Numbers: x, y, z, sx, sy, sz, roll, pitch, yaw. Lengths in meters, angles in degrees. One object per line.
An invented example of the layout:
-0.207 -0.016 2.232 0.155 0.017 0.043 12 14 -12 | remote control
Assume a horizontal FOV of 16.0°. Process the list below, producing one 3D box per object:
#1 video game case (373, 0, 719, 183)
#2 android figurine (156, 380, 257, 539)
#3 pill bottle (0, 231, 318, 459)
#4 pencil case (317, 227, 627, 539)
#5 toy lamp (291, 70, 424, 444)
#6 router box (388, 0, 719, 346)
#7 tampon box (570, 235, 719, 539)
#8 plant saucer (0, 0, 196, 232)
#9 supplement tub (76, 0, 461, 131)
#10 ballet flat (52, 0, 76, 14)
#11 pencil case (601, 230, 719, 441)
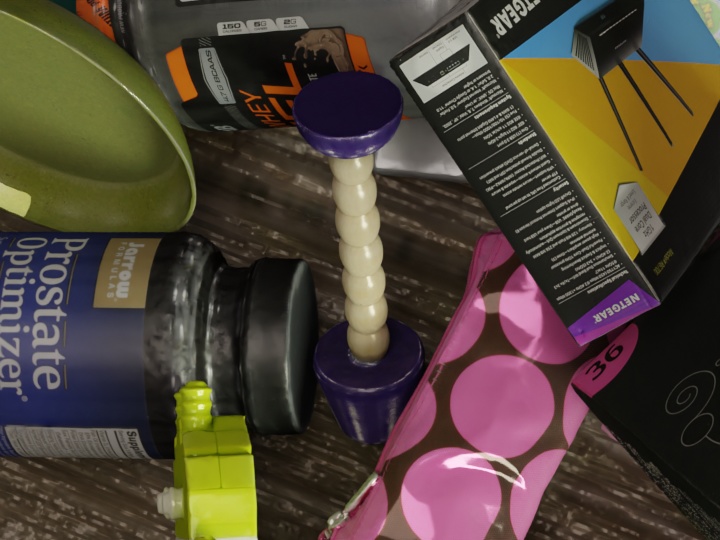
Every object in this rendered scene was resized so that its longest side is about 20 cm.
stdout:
0.104 -0.139 1.277 0.180 0.022 0.202 6 89 9 | video game case
-0.068 0.151 1.166 0.041 0.182 0.202 -3 87 -7 | android figurine
-0.124 0.036 1.262 0.198 0.112 0.113 0 88 9 | pill bottle
0.054 0.073 1.221 0.093 0.091 0.201 31 75 -12 | pencil case
0.000 0.000 1.219 0.058 0.058 0.201 3 130 9 | toy lamp
0.106 -0.075 1.152 0.051 0.200 0.150 -30 99 33 | router box
0.210 0.065 1.091 0.150 0.200 0.126 -43 112 -2 | tampon box
-0.164 -0.084 1.245 0.199 0.200 0.031 22 64 9 | plant saucer
-0.028 -0.130 1.233 0.198 0.122 0.124 -2 87 24 | supplement tub
-0.144 -0.187 1.305 0.075 0.068 0.200 37 88 30 | ballet flat
0.197 0.012 1.224 0.087 0.087 0.201 38 93 9 | pencil case
